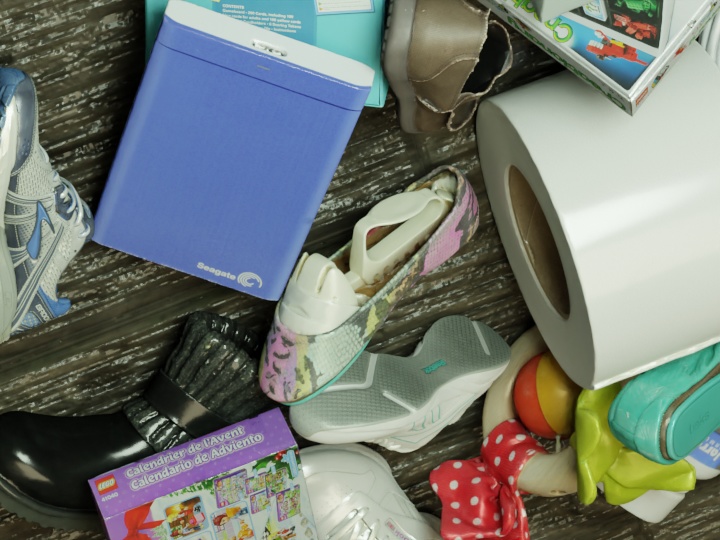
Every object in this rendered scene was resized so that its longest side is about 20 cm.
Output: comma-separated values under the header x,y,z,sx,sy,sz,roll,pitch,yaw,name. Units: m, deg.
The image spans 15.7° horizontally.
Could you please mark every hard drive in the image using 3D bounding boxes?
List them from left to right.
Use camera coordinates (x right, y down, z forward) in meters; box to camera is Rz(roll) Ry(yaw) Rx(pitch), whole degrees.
x,y,z,sx,sy,sz,roll,pitch,yaw,name
-0.084,-0.071,1.626,0.131,0.025,0.200,18,136,-7,hard drive

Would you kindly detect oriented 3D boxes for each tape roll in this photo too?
x,y,z,sx,sy,sz,roll,pitch,yaw,name
0.176,-0.040,1.701,0.139,0.203,0.203,-21,126,-8,tape roll

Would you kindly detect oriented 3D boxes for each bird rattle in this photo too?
x,y,z,sx,sy,sz,roll,pitch,yaw,name
0.138,0.113,1.816,0.112,0.164,0.200,23,149,-33,bird rattle

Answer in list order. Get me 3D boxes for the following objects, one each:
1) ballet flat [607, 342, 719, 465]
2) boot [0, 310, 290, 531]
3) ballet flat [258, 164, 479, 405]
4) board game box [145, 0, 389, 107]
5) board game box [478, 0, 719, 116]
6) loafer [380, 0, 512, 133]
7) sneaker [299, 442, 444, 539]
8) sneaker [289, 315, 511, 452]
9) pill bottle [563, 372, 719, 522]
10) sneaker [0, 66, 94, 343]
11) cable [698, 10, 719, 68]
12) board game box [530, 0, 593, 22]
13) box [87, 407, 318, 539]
x,y,z,sx,sy,sz,roll,pitch,yaw,name
0.233,0.069,1.734,0.200,0.070,0.068,-25,123,-42,ballet flat
-0.147,0.096,1.737,0.210,0.080,0.158,16,121,-40,boot
0.000,0.000,1.712,0.200,0.069,0.071,-43,144,-19,ballet flat
-0.053,-0.203,1.570,0.150,0.047,0.201,6,122,6,board game box
0.126,-0.203,1.579,0.126,0.200,0.035,-49,165,-6,board game box
0.059,-0.123,1.622,0.071,0.200,0.073,9,86,9,loafer
0.018,0.191,1.851,0.075,0.100,0.200,-45,124,13,sneaker
0.024,0.094,1.775,0.200,0.070,0.080,-15,140,-47,sneaker
0.242,0.075,1.853,0.114,0.114,0.200,30,107,-33,pill bottle
-0.212,-0.045,1.640,0.085,0.077,0.201,-11,132,-26,sneaker
0.308,-0.158,1.728,0.200,0.069,0.201,17,105,-47,cable
0.132,-0.265,1.541,0.147,0.201,0.064,-22,159,-7,board game box
-0.098,0.189,1.767,0.136,0.039,0.201,-21,139,-10,box
